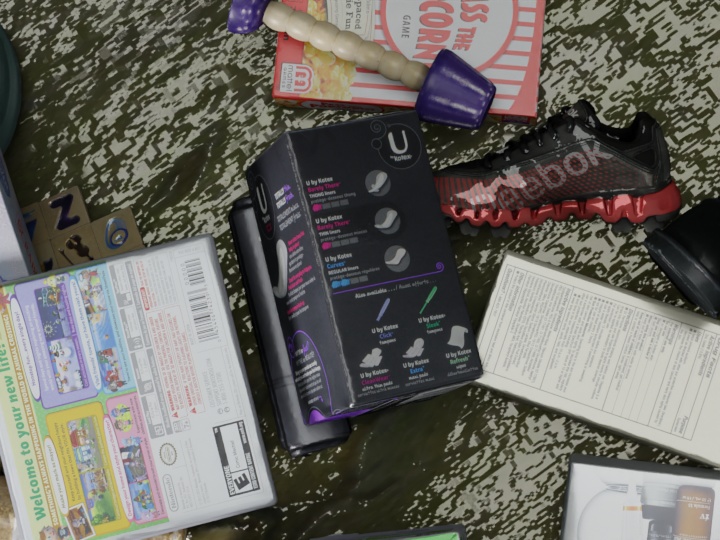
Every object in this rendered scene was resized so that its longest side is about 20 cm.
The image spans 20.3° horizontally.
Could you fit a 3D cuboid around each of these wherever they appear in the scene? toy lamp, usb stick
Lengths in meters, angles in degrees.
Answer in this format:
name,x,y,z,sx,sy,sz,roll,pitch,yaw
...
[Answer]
name,x,y,z,sx,sy,sz,roll,pitch,yaw
toy lamp,0.002,-0.158,1.466,0.200,0.058,0.058,25,86,8
usb stick,-0.054,0.040,1.506,0.055,0.033,0.200,-14,83,1

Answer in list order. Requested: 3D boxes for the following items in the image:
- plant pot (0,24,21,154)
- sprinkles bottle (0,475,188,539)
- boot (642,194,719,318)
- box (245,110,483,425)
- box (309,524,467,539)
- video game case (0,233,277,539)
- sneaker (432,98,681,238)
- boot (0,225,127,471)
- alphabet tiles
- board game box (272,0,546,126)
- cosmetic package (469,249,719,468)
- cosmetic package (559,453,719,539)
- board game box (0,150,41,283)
name,x,y,z,sx,sy,sz,roll,pitch,yaw
plant pot,-0.366,-0.146,1.480,0.200,0.134,0.201,-2,76,7
sprinkles bottle,-0.228,0.185,1.458,0.200,0.068,0.068,8,85,-13
boot,0.282,-0.046,1.416,0.162,0.198,0.073,-42,86,5
box,0.000,0.000,1.448,0.106,0.122,0.200,-12,83,-20
box,-0.020,0.236,1.412,0.200,0.176,0.097,-9,83,2
video game case,-0.170,0.091,1.422,0.182,0.022,0.200,-14,89,-7
sneaker,0.135,-0.077,1.477,0.200,0.071,0.098,-3,107,2
boot,-0.215,0.089,1.499,0.200,0.066,0.175,-41,71,-2
alphabet tiles,-0.223,0.043,1.477,0.166,0.006,0.200,-23,70,6
board game box,0.040,-0.194,1.516,0.200,0.046,0.152,4,85,4
cosmetic package,0.184,0.066,1.468,0.200,0.071,0.105,20,87,6
cosmetic package,0.242,0.220,1.453,0.200,0.052,0.151,6,94,4
board game box,-0.343,-0.034,1.422,0.199,0.041,0.200,-12,120,4
